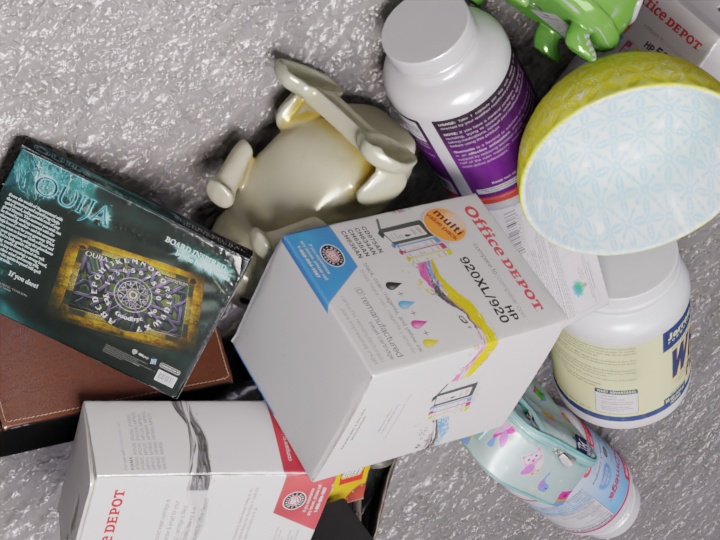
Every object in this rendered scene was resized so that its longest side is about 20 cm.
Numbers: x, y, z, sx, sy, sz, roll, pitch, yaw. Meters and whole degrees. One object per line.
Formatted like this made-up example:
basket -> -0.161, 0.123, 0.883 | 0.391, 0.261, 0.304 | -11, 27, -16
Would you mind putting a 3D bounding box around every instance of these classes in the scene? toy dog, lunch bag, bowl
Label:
toy dog -> -0.055, -0.056, 1.487 | 0.200, 0.139, 0.194 | -52, 169, 14
lunch bag -> 0.134, 0.136, 1.736 | 0.077, 0.200, 0.160 | -48, 138, 8
bowl -> 0.219, -0.117, 1.489 | 0.199, 0.108, 0.201 | -7, 139, -7

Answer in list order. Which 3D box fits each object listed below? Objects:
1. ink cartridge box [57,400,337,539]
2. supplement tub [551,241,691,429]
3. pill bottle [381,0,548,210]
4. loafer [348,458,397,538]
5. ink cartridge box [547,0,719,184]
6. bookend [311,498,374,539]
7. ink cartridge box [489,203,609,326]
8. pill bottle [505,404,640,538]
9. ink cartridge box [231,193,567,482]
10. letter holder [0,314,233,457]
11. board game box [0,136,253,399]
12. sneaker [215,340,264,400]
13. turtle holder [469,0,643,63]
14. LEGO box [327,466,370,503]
ink cartridge box -> -0.137, 0.179, 1.448 | 0.199, 0.083, 0.147 | 2, 135, -21
supplement tub -> 0.260, 0.048, 1.793 | 0.145, 0.145, 0.201 | -27, 139, -13
pill bottle -> 0.089, -0.146, 1.508 | 0.112, 0.113, 0.200 | -37, 140, -2
loafer -> 0.016, 0.192, 1.805 | 0.072, 0.063, 0.201 | -11, 133, -30
ink cartridge box -> 0.277, -0.165, 1.621 | 0.125, 0.129, 0.200 | 18, 114, -45
bookend -> -0.071, 0.254, 1.653 | 0.198, 0.092, 0.201 | -15, 134, -28
ink cartridge box -> 0.124, 0.001, 1.617 | 0.200, 0.076, 0.137 | -25, 103, -41
pill bottle -> 0.235, 0.229, 1.971 | 0.109, 0.109, 0.200 | -44, 141, 6
ink cartridge box -> 0.031, 0.050, 1.429 | 0.199, 0.148, 0.145 | -13, 147, -35
letter holder -> -0.229, 0.059, 1.482 | 0.199, 0.143, 0.101 | -11, 164, -26
board game box -> -0.202, 0.000, 1.397 | 0.199, 0.028, 0.136 | 27, 106, -11
sneaker -> -0.069, 0.071, 1.607 | 0.199, 0.070, 0.090 | -11, 148, -31
turtle holder -> 0.152, -0.264, 1.448 | 0.132, 0.185, 0.141 | -56, 173, -1
LEGO box -> -0.086, 0.166, 1.692 | 0.199, 0.077, 0.149 | -12, 134, -28
